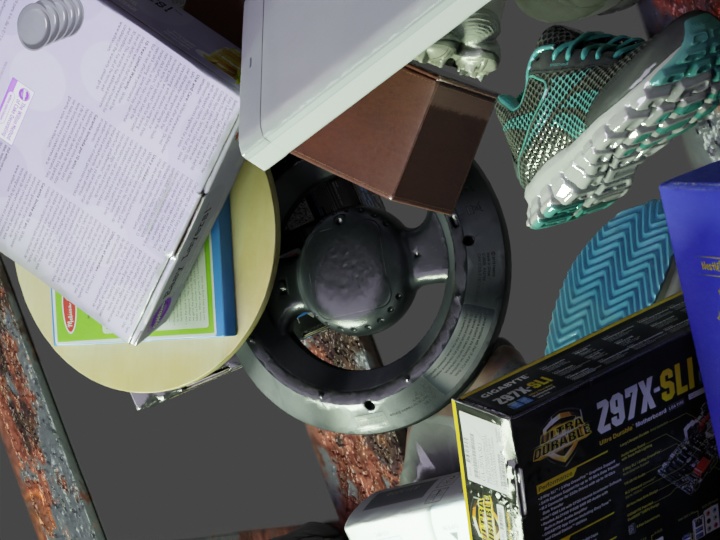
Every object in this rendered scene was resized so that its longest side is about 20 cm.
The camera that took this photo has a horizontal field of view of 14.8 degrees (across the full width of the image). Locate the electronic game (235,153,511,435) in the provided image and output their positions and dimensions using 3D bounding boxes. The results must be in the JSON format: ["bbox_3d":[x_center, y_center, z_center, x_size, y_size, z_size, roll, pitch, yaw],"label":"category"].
[{"bbox_3d":[0.000,0.000,1.682,0.200,0.042,0.200,-1,87,28],"label":"electronic game"}]

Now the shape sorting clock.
[{"bbox_3d":[-0.134,-0.024,1.720,0.200,0.039,0.200,1,91,26],"label":"shape sorting clock"}]

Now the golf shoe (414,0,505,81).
[{"bbox_3d":[0.024,-0.179,1.609,0.200,0.078,0.097,27,103,49],"label":"golf shoe"}]

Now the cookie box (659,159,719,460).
[{"bbox_3d":[0.249,0.042,1.378,0.171,0.075,0.200,7,115,55],"label":"cookie box"}]

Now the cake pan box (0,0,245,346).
[{"bbox_3d":[-0.164,-0.079,1.646,0.184,0.052,0.200,34,120,14],"label":"cake pan box"}]

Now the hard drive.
[{"bbox_3d":[0.009,-0.156,1.520,0.200,0.027,0.132,-35,37,32],"label":"hard drive"}]

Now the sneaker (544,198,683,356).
[{"bbox_3d":[0.152,0.054,1.537,0.077,0.081,0.200,44,122,53],"label":"sneaker"}]

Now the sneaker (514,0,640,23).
[{"bbox_3d":[0.124,-0.172,1.421,0.200,0.091,0.076,-29,87,60],"label":"sneaker"}]

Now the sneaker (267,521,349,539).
[{"bbox_3d":[-0.041,0.215,1.895,0.200,0.104,0.060,1,110,56],"label":"sneaker"}]

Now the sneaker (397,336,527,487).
[{"bbox_3d":[0.061,0.110,1.720,0.200,0.077,0.082,-52,55,44],"label":"sneaker"}]

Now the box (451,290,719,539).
[{"bbox_3d":[0.145,0.108,1.458,0.049,0.200,0.160,18,124,49],"label":"box"}]

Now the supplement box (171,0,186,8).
[{"bbox_3d":[-0.226,-0.225,1.793,0.200,0.200,0.134,20,125,43],"label":"supplement box"}]

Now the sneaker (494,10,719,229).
[{"bbox_3d":[0.126,-0.097,1.483,0.091,0.078,0.200,64,147,13],"label":"sneaker"}]

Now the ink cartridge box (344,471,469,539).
[{"bbox_3d":[0.101,0.211,1.656,0.160,0.047,0.200,-17,106,39],"label":"ink cartridge box"}]

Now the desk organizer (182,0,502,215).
[{"bbox_3d":[-0.022,-0.106,1.639,0.200,0.072,0.077,26,98,34],"label":"desk organizer"}]

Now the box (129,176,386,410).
[{"bbox_3d":[-0.092,-0.039,1.762,0.198,0.050,0.200,-25,89,19],"label":"box"}]
